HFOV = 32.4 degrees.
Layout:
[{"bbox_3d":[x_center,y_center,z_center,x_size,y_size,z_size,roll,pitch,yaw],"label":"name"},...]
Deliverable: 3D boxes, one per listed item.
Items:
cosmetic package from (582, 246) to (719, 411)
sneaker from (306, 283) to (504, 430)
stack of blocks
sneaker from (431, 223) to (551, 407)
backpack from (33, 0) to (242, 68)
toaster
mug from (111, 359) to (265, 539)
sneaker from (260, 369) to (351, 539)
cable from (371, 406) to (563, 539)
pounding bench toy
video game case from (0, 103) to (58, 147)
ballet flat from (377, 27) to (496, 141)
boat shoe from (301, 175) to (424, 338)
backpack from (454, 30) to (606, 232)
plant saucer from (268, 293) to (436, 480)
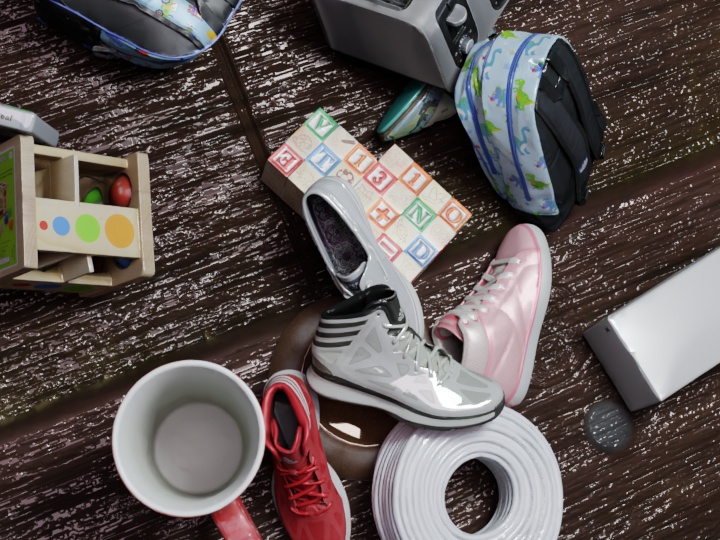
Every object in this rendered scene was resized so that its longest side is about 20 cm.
[{"bbox_3d":[0.360,0.057,1.361,0.199,0.085,0.108,-28,83,-16],"label":"cosmetic package"},{"bbox_3d":[0.049,0.082,1.204,0.199,0.116,0.076,11,33,4],"label":"sneaker"},{"bbox_3d":[0.005,-0.079,1.332,0.200,0.059,0.115,42,68,4],"label":"stack of blocks"},{"bbox_3d":[0.137,0.037,1.316,0.104,0.075,0.202,17,77,-25],"label":"sneaker"},{"bbox_3d":[-0.224,-0.300,1.305,0.199,0.135,0.183,28,72,-3],"label":"backpack"},{"bbox_3d":[0.054,-0.315,1.338,0.199,0.119,0.181,24,71,26],"label":"toaster"},{"bbox_3d":[-0.156,0.184,1.161,0.132,0.200,0.179,-1,80,-6],"label":"mug"},{"bbox_3d":[-0.065,0.201,1.207,0.078,0.116,0.202,-18,88,7],"label":"sneaker"},{"bbox_3d":[0.110,0.231,1.257,0.199,0.069,0.202,17,77,-17],"label":"cable"},{"bbox_3d":[-0.313,-0.040,1.236,0.155,0.199,0.125,5,75,-43],"label":"pounding bench toy"},{"bbox_3d":[-0.393,-0.157,1.203,0.181,0.200,0.022,14,90,-8],"label":"video game case"},{"bbox_3d":[0.093,-0.212,1.386,0.074,0.074,0.201,32,76,-2],"label":"ballet flat"},{"bbox_3d":[0.000,0.000,1.250,0.072,0.068,0.201,-19,97,24],"label":"boat shoe"},{"bbox_3d":[0.183,-0.165,1.323,0.153,0.200,0.164,21,73,18],"label":"backpack"},{"bbox_3d":[0.003,0.117,1.300,0.199,0.037,0.202,2,76,-10],"label":"plant saucer"}]
